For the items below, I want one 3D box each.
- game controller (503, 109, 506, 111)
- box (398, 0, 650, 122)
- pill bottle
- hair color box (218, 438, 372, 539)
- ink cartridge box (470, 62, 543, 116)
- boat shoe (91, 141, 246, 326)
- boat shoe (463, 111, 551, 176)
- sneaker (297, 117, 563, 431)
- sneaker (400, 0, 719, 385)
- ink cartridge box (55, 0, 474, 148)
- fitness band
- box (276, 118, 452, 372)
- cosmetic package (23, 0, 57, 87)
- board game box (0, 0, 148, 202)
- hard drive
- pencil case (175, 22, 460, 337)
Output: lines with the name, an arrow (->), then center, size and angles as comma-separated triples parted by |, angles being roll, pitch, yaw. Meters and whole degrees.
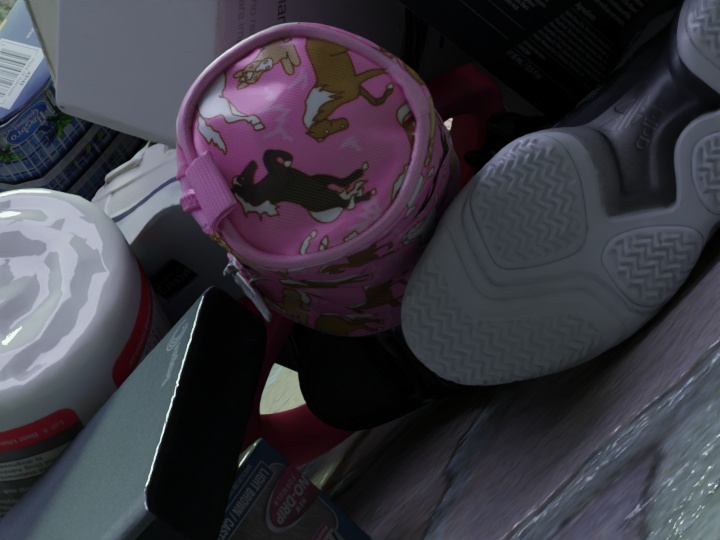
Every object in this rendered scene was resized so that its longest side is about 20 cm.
game controller -> 0.065, -0.106, 1.327 | 0.199, 0.042, 0.104 | 8, -39, -38
box -> 0.085, -0.140, 1.070 | 0.141, 0.079, 0.200 | -31, -29, 16
pill bottle -> -0.112, 0.069, 1.189 | 0.111, 0.110, 0.200 | -48, -38, -21
hair color box -> -0.089, 0.153, 1.112 | 0.200, 0.061, 0.100 | -41, 10, 43
ink cartridge box -> 0.130, -0.148, 1.255 | 0.200, 0.116, 0.068 | -48, 34, -7
boat shoe -> -0.077, -0.020, 1.207 | 0.200, 0.071, 0.070 | -32, 30, 60
boat shoe -> 0.079, -0.043, 1.207 | 0.200, 0.066, 0.070 | -43, 6, 27
sneaker -> 0.031, 0.012, 1.146 | 0.200, 0.075, 0.079 | -42, 9, 43
sneaker -> 0.095, -0.036, 1.036 | 0.200, 0.076, 0.114 | -43, 3, 1
ink cartridge box -> -0.019, -0.141, 1.126 | 0.200, 0.084, 0.145 | -24, -55, -48
fitness band -> 0.000, 0.000, 1.261 | 0.143, 0.037, 0.201 | -14, -44, -55
box -> -0.031, -0.029, 1.436 | 0.159, 0.046, 0.200 | -34, 29, -25
cosmetic package -> -0.050, -0.160, 1.213 | 0.073, 0.104, 0.200 | 18, 48, 36
board game box -> -0.074, -0.079, 1.331 | 0.061, 0.200, 0.201 | 16, 65, 34
hard drive -> -0.108, 0.111, 1.049 | 0.200, 0.033, 0.140 | -47, 16, 28
pencil case -> -0.012, -0.027, 1.011 | 0.200, 0.082, 0.087 | 68, -133, -81
